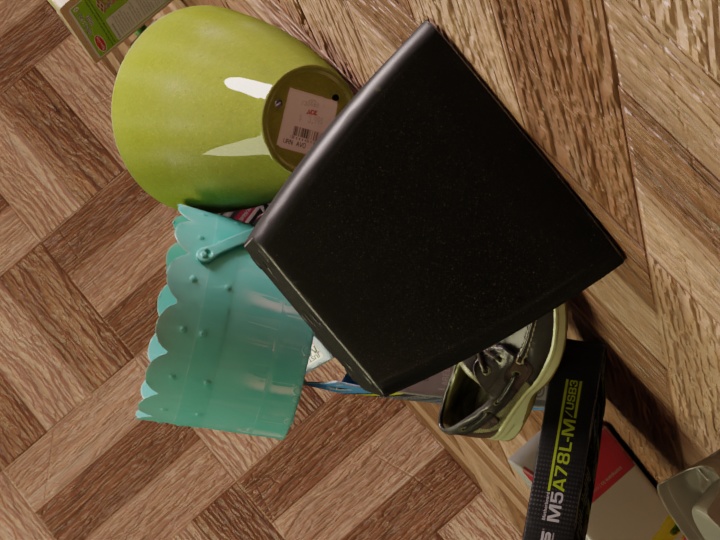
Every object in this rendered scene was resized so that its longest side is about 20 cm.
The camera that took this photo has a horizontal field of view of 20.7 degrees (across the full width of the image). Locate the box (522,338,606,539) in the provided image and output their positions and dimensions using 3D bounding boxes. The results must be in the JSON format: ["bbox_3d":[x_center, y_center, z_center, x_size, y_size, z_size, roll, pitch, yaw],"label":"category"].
[{"bbox_3d":[0.164,0.172,1.592,0.047,0.195,0.200,7,165,9],"label":"box"}]

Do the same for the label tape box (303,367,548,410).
[{"bbox_3d":[0.057,0.082,1.724,0.198,0.067,0.143,9,174,-15],"label":"label tape box"}]

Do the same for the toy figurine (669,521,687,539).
[{"bbox_3d":[0.245,0.276,1.586,0.150,0.184,0.200,48,174,13],"label":"toy figurine"}]

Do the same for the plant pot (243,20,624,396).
[{"bbox_3d":[0.031,-0.023,1.334,0.200,0.177,0.200,49,174,-3],"label":"plant pot"}]

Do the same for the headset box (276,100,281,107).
[{"bbox_3d":[-0.064,-0.103,2.091,0.149,0.075,0.200,51,174,-12],"label":"headset box"}]

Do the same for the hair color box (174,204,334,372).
[{"bbox_3d":[-0.090,0.000,2.030,0.060,0.099,0.200,-29,107,39],"label":"hair color box"}]

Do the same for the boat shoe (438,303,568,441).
[{"bbox_3d":[0.106,0.067,1.522,0.202,0.065,0.072,106,147,-49],"label":"boat shoe"}]

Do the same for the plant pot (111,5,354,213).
[{"bbox_3d":[-0.089,-0.133,1.702,0.187,0.187,0.200,52,161,-26],"label":"plant pot"}]

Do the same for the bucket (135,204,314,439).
[{"bbox_3d":[-0.114,0.048,1.726,0.134,0.209,0.207,12,179,-7],"label":"bucket"}]

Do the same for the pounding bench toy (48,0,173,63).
[{"bbox_3d":[-0.298,-0.329,2.193,0.156,0.124,0.200,47,174,24],"label":"pounding bench toy"}]

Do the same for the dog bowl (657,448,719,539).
[{"bbox_3d":[0.294,0.206,1.374,0.200,0.059,0.200,50,174,7],"label":"dog bowl"}]

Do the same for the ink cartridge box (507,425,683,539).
[{"bbox_3d":[0.243,0.238,1.867,0.200,0.083,0.145,51,174,-8],"label":"ink cartridge box"}]

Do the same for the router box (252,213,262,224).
[{"bbox_3d":[0.000,0.000,1.955,0.200,0.062,0.149,51,138,-12],"label":"router box"}]
